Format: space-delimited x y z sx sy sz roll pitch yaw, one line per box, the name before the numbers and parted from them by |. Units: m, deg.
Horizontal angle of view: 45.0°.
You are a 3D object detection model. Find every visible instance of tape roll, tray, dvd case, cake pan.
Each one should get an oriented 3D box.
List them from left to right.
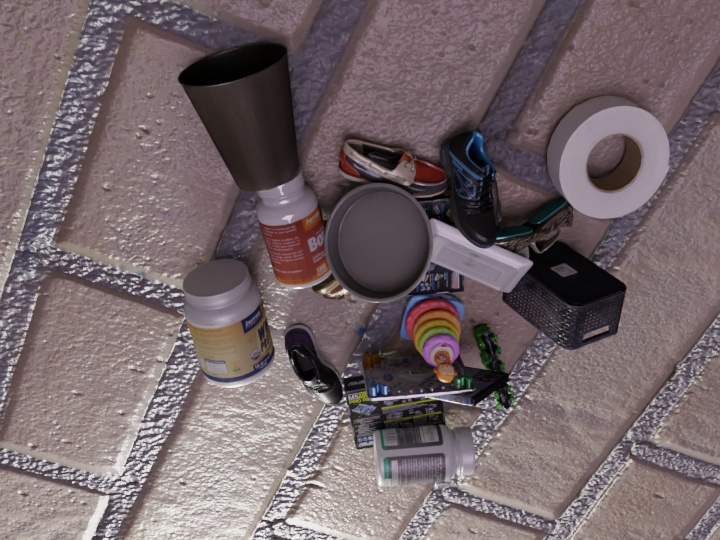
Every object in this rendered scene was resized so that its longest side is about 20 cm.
cake pan | 0.034 -0.048 1.486 0.198 0.037 0.203 2 94 22
dvd case | 0.164 0.211 1.653 0.198 0.142 0.018 5 106 37
tray | 0.194 -0.018 1.534 0.198 0.022 0.108 23 143 -5
tape roll | 0.429 -0.195 1.508 0.199 0.071 0.205 -3 115 -7

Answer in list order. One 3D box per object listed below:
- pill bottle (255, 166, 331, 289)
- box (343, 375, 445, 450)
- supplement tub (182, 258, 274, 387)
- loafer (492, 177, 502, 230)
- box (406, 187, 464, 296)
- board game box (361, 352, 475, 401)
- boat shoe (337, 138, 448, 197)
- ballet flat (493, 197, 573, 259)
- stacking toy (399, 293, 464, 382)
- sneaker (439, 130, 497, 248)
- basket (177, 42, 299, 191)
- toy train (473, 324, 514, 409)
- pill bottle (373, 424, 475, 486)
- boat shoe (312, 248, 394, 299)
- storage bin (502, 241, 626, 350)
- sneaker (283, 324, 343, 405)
pill bottle | -0.119 -0.078 1.518 0.111 0.113 0.202 -12 122 3
box | 0.073 0.283 1.795 0.197 0.044 0.162 -10 121 1
supplement tub | -0.243 0.096 1.594 0.142 0.145 0.202 -10 122 1
loafer | 0.227 -0.091 1.578 0.062 0.072 0.202 -16 131 -24
box | 0.111 -0.049 1.595 0.157 0.046 0.202 -5 121 -1
board game box | 0.105 0.191 1.655 0.197 0.200 0.026 -5 104 -2
boat shoe | 0.060 -0.179 1.494 0.197 0.072 0.063 12 138 -6
ballet flat | 0.306 -0.061 1.556 0.198 0.068 0.076 -26 112 -21
stacking toy | 0.145 0.138 1.621 0.114 0.201 0.111 10 120 -10
sneaker | 0.193 -0.137 1.470 0.073 0.082 0.203 -15 85 -36
basket | -0.176 -0.242 1.407 0.178 0.137 0.202 -12 125 7
toy train | 0.268 0.196 1.751 0.041 0.056 0.202 -24 121 -8
pill bottle | 0.128 0.373 1.762 0.197 0.114 0.114 -4 122 -2
boat shoe | 0.000 0.001 1.586 0.199 0.073 0.067 -27 134 37
storage bin | 0.363 0.040 1.567 0.134 0.200 0.095 -16 126 -25
sneaker | -0.096 0.208 1.708 0.075 0.088 0.201 -25 120 10
